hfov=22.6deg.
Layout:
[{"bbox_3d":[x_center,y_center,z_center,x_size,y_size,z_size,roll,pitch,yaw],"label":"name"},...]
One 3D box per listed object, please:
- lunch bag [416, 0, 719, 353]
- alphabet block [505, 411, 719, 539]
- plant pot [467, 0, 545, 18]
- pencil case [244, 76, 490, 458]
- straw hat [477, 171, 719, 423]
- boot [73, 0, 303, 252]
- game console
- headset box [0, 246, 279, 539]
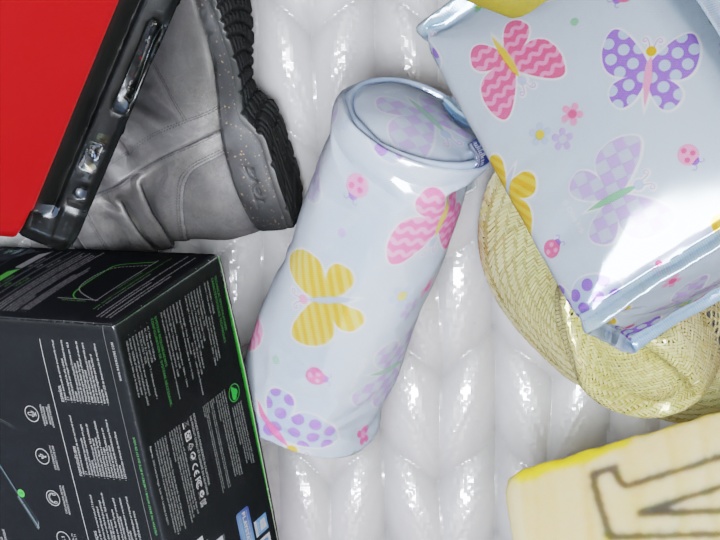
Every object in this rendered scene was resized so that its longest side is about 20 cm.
[{"bbox_3d":[0.153,-0.087,0.803,0.199,0.127,0.170,-30,73,11],"label":"lunch bag"},{"bbox_3d":[0.198,0.206,0.906,0.195,0.201,0.196,-16,135,9],"label":"alphabet block"},{"bbox_3d":[0.054,-0.228,0.731,0.200,0.200,0.176,-35,126,22],"label":"plant pot"},{"bbox_3d":[0.000,0.000,0.920,0.083,0.091,0.201,31,120,15],"label":"pencil case"},{"bbox_3d":[0.141,0.024,0.901,0.200,0.085,0.202,13,129,16],"label":"straw hat"},{"bbox_3d":[-0.117,-0.097,0.920,0.131,0.070,0.201,-11,105,13],"label":"boot"},{"bbox_3d":[-0.142,-0.120,0.779,0.118,0.173,0.200,22,120,-12],"label":"game console"},{"bbox_3d":[-0.160,0.084,0.937,0.199,0.093,0.175,1,112,32],"label":"headset box"}]
